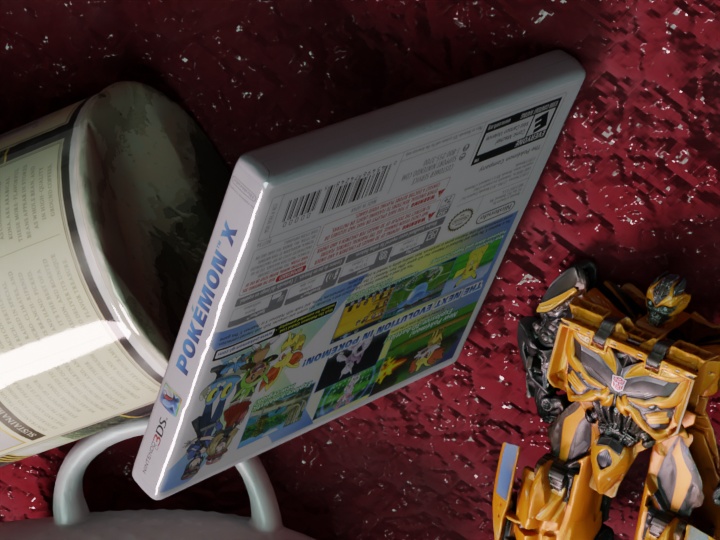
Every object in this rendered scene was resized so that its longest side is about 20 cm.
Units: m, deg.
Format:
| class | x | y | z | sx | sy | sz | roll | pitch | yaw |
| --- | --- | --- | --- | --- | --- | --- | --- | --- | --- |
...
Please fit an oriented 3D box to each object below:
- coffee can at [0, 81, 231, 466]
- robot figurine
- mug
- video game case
| class | x | y | z | sx | sy | sz | roll | pitch | yaw |
| --- | --- | --- | --- | --- | --- | --- | --- | --- | --- |
| coffee can | -0.165 | 0.015 | 1.011 | 0.199 | 0.147 | 0.147 | -20 | 120 | 24 |
| robot figurine | 0.125 | 0.095 | 1.035 | 0.145 | 0.058 | 0.201 | 22 | 120 | 28 |
| mug | -0.098 | 0.171 | 1.130 | 0.175 | 0.148 | 0.201 | -5 | 95 | 5 |
| video game case | 0.000 | 0.000 | 0.954 | 0.022 | 0.200 | 0.183 | 42 | 132 | 25 |
